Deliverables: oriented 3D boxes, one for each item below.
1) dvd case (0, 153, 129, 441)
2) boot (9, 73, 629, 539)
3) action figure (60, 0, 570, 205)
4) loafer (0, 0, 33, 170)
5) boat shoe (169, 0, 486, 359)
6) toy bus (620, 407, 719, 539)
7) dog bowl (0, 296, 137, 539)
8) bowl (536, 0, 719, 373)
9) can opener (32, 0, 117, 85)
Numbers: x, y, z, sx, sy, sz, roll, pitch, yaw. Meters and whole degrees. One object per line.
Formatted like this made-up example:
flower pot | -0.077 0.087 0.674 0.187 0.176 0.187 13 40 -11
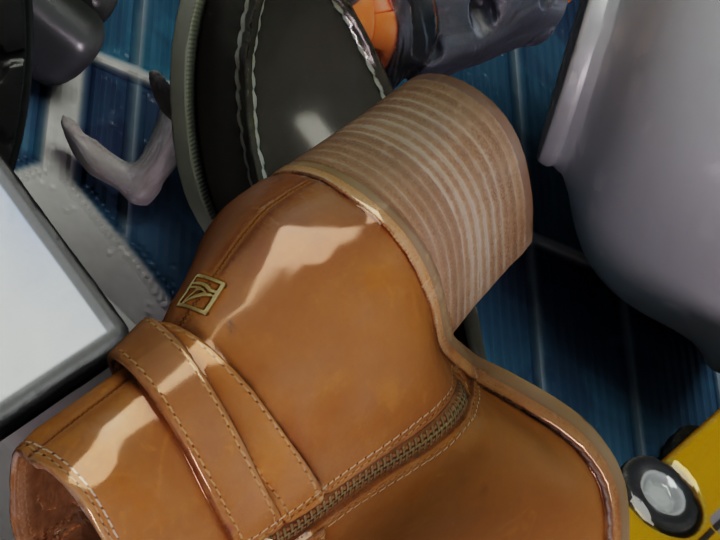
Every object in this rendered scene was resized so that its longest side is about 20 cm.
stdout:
dvd case | -0.165 0.010 0.561 0.200 0.018 0.143 -35 85 -32
boot | -0.011 0.066 0.648 0.074 0.200 0.155 16 47 39
action figure | 0.000 -0.076 0.857 0.193 0.200 0.105 -32 84 -20
loafer | -0.143 -0.113 0.784 0.068 0.070 0.201 -13 100 -17
boat shoe | 0.000 0.000 0.748 0.072 0.061 0.202 -26 113 -30
toy bus | 0.114 0.092 0.840 0.078 0.065 0.200 46 38 9
dog bowl | -0.105 0.076 0.642 0.200 0.059 0.201 28 47 -35
bowl | 0.119 -0.071 0.925 0.090 0.201 0.201 17 39 1
can opener | -0.174 -0.127 0.848 0.200 0.067 0.053 39 33 -21
